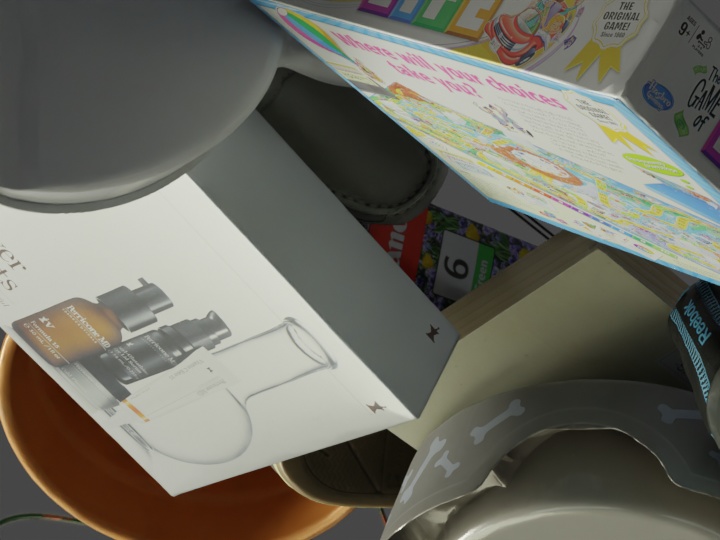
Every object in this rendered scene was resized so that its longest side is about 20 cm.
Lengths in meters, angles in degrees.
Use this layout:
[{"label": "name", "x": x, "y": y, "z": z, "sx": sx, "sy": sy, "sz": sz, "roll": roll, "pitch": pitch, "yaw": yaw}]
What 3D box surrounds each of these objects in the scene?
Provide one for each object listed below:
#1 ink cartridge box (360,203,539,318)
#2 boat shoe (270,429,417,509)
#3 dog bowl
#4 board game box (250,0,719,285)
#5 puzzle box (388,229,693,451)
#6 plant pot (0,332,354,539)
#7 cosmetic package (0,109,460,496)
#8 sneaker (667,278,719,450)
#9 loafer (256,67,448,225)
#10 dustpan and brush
[{"label": "ink cartridge box", "x": 0.000, "y": 0.000, "z": 1.009, "sx": 0.199, "sy": 0.051, "sz": 0.109, "roll": 21, "pitch": 163, "yaw": -31}, {"label": "boat shoe", "x": 0.045, "y": 0.078, "z": 1.056, "sx": 0.199, "sy": 0.074, "sz": 0.065, "roll": 13, "pitch": -178, "yaw": -26}, {"label": "dog bowl", "x": 0.103, "y": 0.118, "z": 0.972, "sx": 0.199, "sy": 0.059, "sz": 0.201, "roll": 5, "pitch": 141, "yaw": 4}, {"label": "board game box", "x": 0.065, "y": -0.048, "z": 0.722, "sx": 0.134, "sy": 0.034, "sz": 0.200, "roll": 37, "pitch": 172, "yaw": -35}, {"label": "puzzle box", "x": 0.113, "y": 0.067, "z": 0.991, "sx": 0.200, "sy": 0.133, "sz": 0.026, "roll": 37, "pitch": -147, "yaw": -30}, {"label": "plant pot", "x": -0.076, "y": 0.028, "z": 1.212, "sx": 0.200, "sy": 0.200, "sz": 0.140, "roll": 35, "pitch": -148, "yaw": -19}, {"label": "cosmetic package", "x": -0.081, "y": -0.009, "z": 0.892, "sx": 0.150, "sy": 0.052, "sz": 0.200, "roll": -23, "pitch": 119, "yaw": 43}, {"label": "sneaker", "x": 0.191, "y": 0.065, "z": 0.891, "sx": 0.200, "sy": 0.073, "sz": 0.082, "roll": 40, "pitch": -168, "yaw": -38}, {"label": "loafer", "x": -0.053, "y": -0.083, "z": 0.875, "sx": 0.199, "sy": 0.070, "sz": 0.070, "roll": 33, "pitch": 180, "yaw": -4}, {"label": "dustpan and brush", "x": -0.052, "y": -0.083, "z": 0.794, "sx": 0.199, "sy": 0.141, "sz": 0.057, "roll": 4, "pitch": 171, "yaw": -34}]
